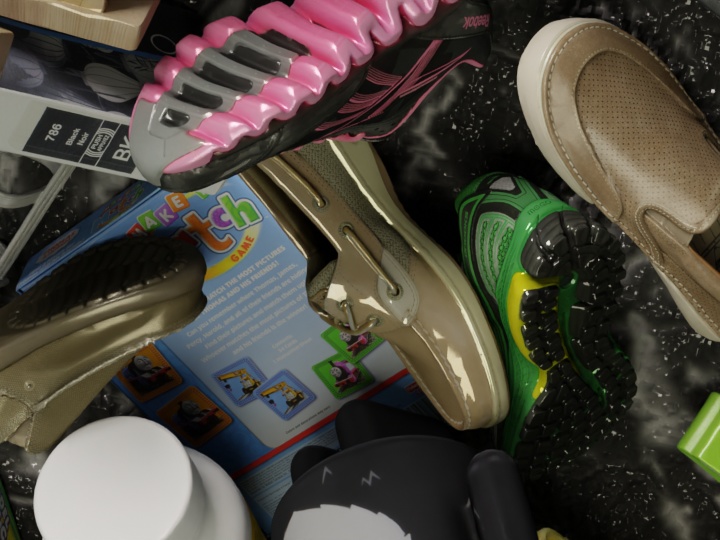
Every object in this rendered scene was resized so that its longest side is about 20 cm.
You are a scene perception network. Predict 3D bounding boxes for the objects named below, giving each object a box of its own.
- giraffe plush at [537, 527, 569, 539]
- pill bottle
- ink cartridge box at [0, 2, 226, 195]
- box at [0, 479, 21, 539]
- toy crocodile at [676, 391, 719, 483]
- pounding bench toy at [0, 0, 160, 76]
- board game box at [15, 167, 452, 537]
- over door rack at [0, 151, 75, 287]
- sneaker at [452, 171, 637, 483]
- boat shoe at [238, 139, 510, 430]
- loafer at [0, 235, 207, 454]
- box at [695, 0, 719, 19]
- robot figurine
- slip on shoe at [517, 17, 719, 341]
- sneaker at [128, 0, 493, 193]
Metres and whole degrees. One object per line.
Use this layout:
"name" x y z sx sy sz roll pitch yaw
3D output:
"giraffe plush" 0.142 0.216 1.185 0.161 0.173 0.202 8 90 -8
"pill bottle" -0.102 0.158 1.151 0.110 0.112 0.200 -2 149 11
"ink cartridge box" -0.153 -0.095 0.990 0.199 0.100 0.039 9 131 -34
"box" -0.266 0.112 1.229 0.116 0.048 0.201 -3 125 12
"toy crocodile" 0.251 0.132 1.148 0.199 0.062 0.068 32 84 -9
"pounding bench toy" -0.134 -0.185 0.915 0.123 0.200 0.157 16 125 -1
"board game box" -0.057 0.033 1.146 0.151 0.037 0.200 -32 114 26
"over door rack" -0.202 -0.024 1.040 0.066 0.200 0.148 38 123 1
"sneaker" 0.088 0.029 1.106 0.078 0.085 0.201 -26 139 -21
"boat shoe" 0.000 0.000 1.064 0.201 0.065 0.072 58 159 -9
"loafer" -0.155 0.046 1.099 0.199 0.076 0.068 -23 113 20
"box" 0.136 -0.214 0.924 0.199 0.079 0.141 33 126 -12
"robot figurine" 0.023 0.161 1.074 0.124 0.201 0.151 -11 142 -5
"slip on shoe" 0.149 -0.039 1.029 0.060 0.076 0.200 12 144 57
"sneaker" -0.013 -0.083 0.994 0.200 0.079 0.096 -35 139 -19
